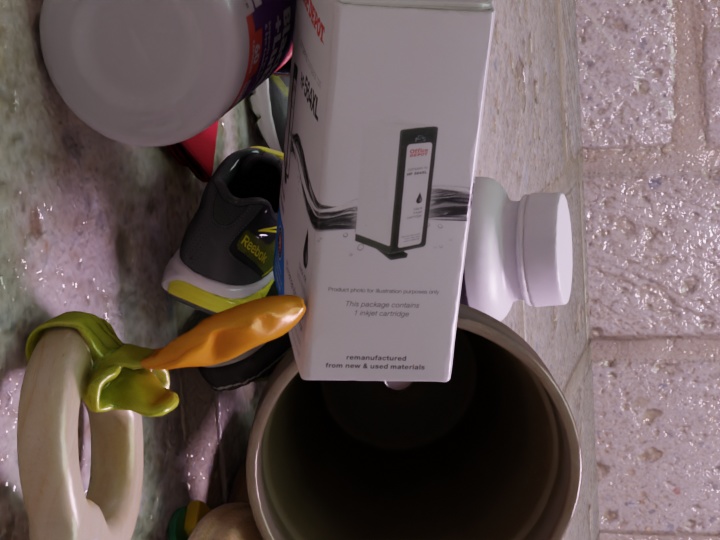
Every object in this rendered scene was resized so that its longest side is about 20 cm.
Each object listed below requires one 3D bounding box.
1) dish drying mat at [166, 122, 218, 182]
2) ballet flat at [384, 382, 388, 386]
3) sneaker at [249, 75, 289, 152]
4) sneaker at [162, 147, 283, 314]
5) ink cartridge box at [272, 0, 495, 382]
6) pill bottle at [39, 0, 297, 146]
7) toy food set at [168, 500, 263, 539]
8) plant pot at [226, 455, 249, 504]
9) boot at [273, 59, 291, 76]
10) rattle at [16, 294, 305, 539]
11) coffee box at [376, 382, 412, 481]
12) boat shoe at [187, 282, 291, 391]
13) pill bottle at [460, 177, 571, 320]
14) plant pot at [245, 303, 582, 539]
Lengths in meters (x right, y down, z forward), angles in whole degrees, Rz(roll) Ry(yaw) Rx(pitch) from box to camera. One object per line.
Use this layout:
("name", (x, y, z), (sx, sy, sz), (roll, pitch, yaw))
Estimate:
("dish drying mat", (-0.102, -0.163, 1.058), (0.077, 0.018, 0.202), (56, 36, -66))
("ballet flat", (0.000, 0.000, 1.187), (0.067, 0.063, 0.202), (-156, -113, -71))
("sneaker", (-0.032, -0.170, 1.194), (0.074, 0.084, 0.202), (7, 82, -74))
("sneaker", (-0.055, -0.040, 1.036), (0.200, 0.074, 0.085), (-59, 173, -63))
("ink cartridge box", (0.007, -0.063, 0.874), (0.146, 0.084, 0.202), (-110, -157, -65))
("pill bottle", (-0.089, -0.147, 0.921), (0.200, 0.110, 0.112), (-56, 142, -65))
("toy food set", (-0.052, 0.235, 1.007), (0.200, 0.048, 0.199), (48, 29, -32))
("plant pot", (-0.061, 0.207, 1.163), (0.200, 0.027, 0.202), (-1, 90, -75))
("boot", (-0.058, -0.205, 1.048), (0.200, 0.074, 0.098), (58, 32, -66))
("rattle", (-0.099, 0.121, 0.823), (0.130, 0.142, 0.202), (102, -12, -65))
("coffee box", (0.036, 0.147, 1.244), (0.114, 0.079, 0.200), (63, 29, -20))
("boat shoe", (-0.061, 0.037, 1.090), (0.201, 0.071, 0.061), (-62, 143, -67))
("pill bottle", (0.056, -0.013, 1.261), (0.111, 0.198, 0.112), (-2, 90, -76))
("plant pot", (0.030, 0.095, 1.054), (0.174, 0.198, 0.202), (-94, 178, -73))
